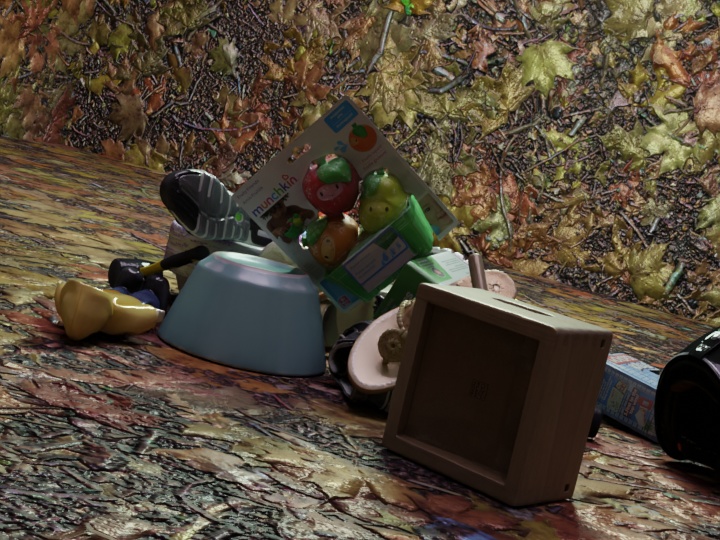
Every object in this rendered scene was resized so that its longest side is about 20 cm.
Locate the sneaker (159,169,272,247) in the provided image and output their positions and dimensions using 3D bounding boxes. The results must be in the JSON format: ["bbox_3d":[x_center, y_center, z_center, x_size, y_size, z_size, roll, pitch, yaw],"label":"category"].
[{"bbox_3d":[-0.199,-0.070,1.499,0.114,0.076,0.199,4,-12,35],"label":"sneaker"}]

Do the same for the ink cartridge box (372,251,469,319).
[{"bbox_3d":[0.133,0.073,1.403,0.199,0.083,0.146,38,18,16],"label":"ink cartridge box"}]

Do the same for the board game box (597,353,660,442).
[{"bbox_3d":[0.329,0.142,1.600,0.198,0.062,0.199,26,11,24],"label":"board game box"}]

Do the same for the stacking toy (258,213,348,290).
[{"bbox_3d":[-0.059,-0.033,1.573,0.084,0.086,0.200,15,28,13],"label":"stacking toy"}]

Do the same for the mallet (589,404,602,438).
[{"bbox_3d":[0.236,0.160,1.487,0.065,0.042,0.200,16,2,-5],"label":"mallet"}]

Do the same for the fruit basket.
[{"bbox_3d":[-0.017,-0.068,1.416,0.200,0.185,0.094,45,18,-21],"label":"fruit basket"}]

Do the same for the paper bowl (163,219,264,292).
[{"bbox_3d":[-0.167,0.004,1.662,0.198,0.106,0.201,13,6,-1],"label":"paper bowl"}]

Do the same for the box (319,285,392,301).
[{"bbox_3d":[-0.002,0.051,1.765,0.198,0.069,0.082,9,7,-31],"label":"box"}]

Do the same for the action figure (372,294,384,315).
[{"bbox_3d":[0.108,0.072,1.622,0.198,0.120,0.102,6,14,-16],"label":"action figure"}]

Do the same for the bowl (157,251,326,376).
[{"bbox_3d":[-0.125,0.042,1.422,0.198,0.106,0.201,14,5,-1],"label":"bowl"}]

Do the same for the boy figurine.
[{"bbox_3d":[-0.280,0.035,1.344,0.123,0.065,0.200,16,5,12],"label":"boy figurine"}]

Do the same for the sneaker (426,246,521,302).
[{"bbox_3d":[0.125,0.044,1.525,0.199,0.085,0.075,33,-30,26],"label":"sneaker"}]

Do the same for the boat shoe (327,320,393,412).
[{"bbox_3d":[0.000,0.096,1.358,0.070,0.073,0.200,16,7,-16],"label":"boat shoe"}]

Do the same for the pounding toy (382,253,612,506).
[{"bbox_3d":[0.123,0.091,1.152,0.199,0.186,0.141,18,8,40],"label":"pounding toy"}]

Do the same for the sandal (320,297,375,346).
[{"bbox_3d":[-0.044,0.060,1.592,0.069,0.079,0.211,0,4,18],"label":"sandal"}]

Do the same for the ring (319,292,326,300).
[{"bbox_3d":[0.000,0.000,1.590,0.199,0.019,0.200,-28,2,1],"label":"ring"}]

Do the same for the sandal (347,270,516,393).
[{"bbox_3d":[0.075,0.044,1.271,0.210,0.070,0.078,-28,62,-23],"label":"sandal"}]

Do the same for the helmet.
[{"bbox_3d":[0.442,0.152,1.363,0.189,0.203,0.200,-8,14,-22],"label":"helmet"}]

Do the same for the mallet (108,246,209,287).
[{"bbox_3d":[-0.252,-0.007,1.529,0.065,0.042,0.199,5,-12,-29],"label":"mallet"}]
